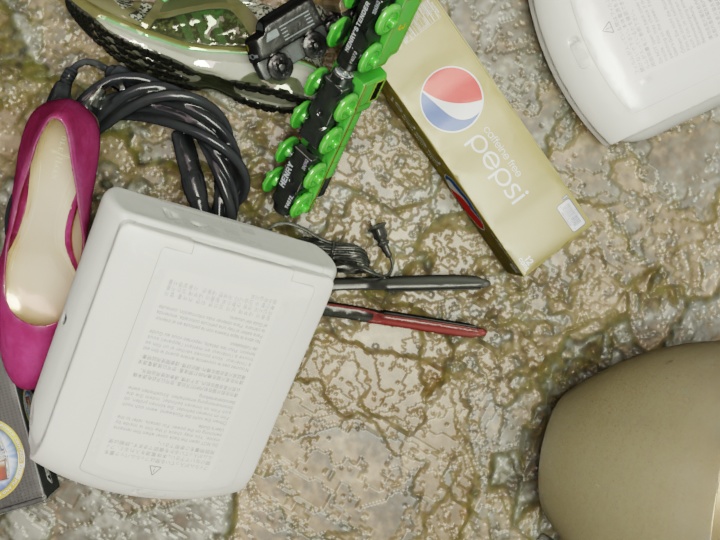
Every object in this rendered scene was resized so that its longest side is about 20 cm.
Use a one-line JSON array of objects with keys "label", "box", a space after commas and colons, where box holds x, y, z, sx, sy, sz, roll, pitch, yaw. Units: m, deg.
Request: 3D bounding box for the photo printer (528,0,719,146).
[{"label": "photo printer", "box": [0.225, -0.195, 0.770, 0.197, 0.069, 0.169, -25, 93, -1]}]

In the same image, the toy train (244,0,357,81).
[{"label": "toy train", "box": [0.006, -0.196, 0.725, 0.199, 0.034, 0.046, -34, 115, -11]}]

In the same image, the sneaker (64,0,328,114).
[{"label": "sneaker", "box": [-0.110, -0.178, 0.763, 0.197, 0.077, 0.090, 16, 81, -9]}]

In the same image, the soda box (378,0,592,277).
[{"label": "soda box", "box": [0.080, -0.096, 0.767, 0.064, 0.068, 0.201, -35, 93, -1]}]

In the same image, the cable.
[{"label": "cable", "box": [-0.172, -0.041, 0.773, 0.161, 0.051, 0.203, 22, 94, -10]}]

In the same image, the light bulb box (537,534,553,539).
[{"label": "light bulb box", "box": [0.184, 0.306, 0.715, 0.197, 0.200, 0.126, 36, 90, -2]}]

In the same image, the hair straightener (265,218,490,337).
[{"label": "hair straightener", "box": [0.000, 0.000, 0.786, 0.196, 0.041, 0.078, 7, 91, 2]}]

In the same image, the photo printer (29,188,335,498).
[{"label": "photo printer", "box": [-0.125, 0.061, 0.716, 0.164, 0.070, 0.203, 14, 109, -27]}]

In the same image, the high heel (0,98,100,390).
[{"label": "high heel", "box": [-0.208, -0.012, 0.698, 0.066, 0.096, 0.203, 18, 96, -7]}]

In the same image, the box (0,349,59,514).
[{"label": "box", "box": [-0.322, 0.087, 0.767, 0.157, 0.044, 0.204, -14, 92, -1]}]

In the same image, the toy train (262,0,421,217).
[{"label": "toy train", "box": [-0.014, -0.116, 0.723, 0.042, 0.056, 0.201, 41, 132, 14]}]

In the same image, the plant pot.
[{"label": "plant pot", "box": [0.200, 0.141, 0.734, 0.133, 0.199, 0.204, 7, 91, 31]}]
